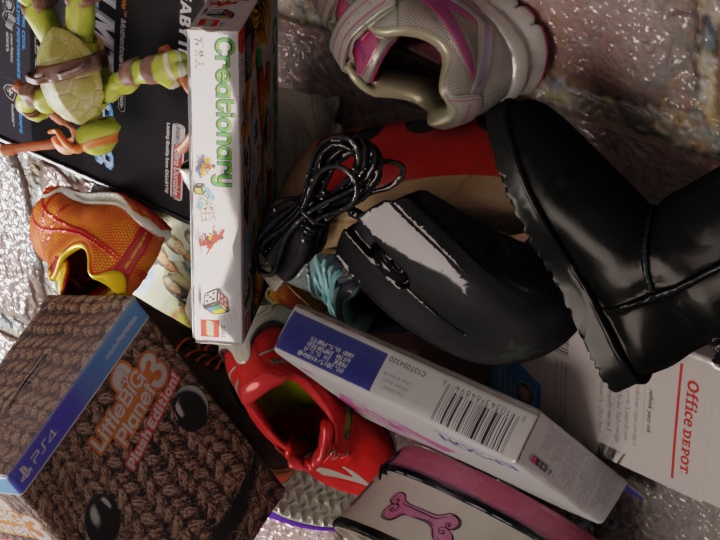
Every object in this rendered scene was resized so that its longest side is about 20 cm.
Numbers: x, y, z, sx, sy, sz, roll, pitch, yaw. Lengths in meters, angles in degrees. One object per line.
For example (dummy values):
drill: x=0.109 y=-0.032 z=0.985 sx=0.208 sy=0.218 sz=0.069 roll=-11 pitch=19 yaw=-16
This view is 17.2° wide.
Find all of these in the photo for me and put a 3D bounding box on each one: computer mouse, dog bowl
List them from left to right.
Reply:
computer mouse: x=0.040 y=0.008 z=1.408 sx=0.199 sy=0.053 sz=0.139 roll=25 pitch=140 yaw=-13
dog bowl: x=0.084 y=0.188 z=1.605 sx=0.199 sy=0.074 sz=0.200 roll=28 pitch=171 yaw=5

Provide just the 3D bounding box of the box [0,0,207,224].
box: x=-0.170 y=-0.156 z=1.616 sx=0.198 sy=0.050 sz=0.201 roll=25 pitch=125 yaw=29

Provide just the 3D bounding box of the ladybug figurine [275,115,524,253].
ladybug figurine: x=0.038 y=-0.054 z=1.474 sx=0.198 sy=0.136 sz=0.073 roll=-6 pitch=86 yaw=20

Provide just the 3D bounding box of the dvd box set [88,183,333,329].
dvd box set: x=-0.114 y=-0.004 z=1.726 sx=0.200 sy=0.029 sz=0.146 roll=45 pitch=141 yaw=4

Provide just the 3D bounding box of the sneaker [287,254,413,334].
sneaker: x=0.000 y=0.000 z=1.577 sx=0.199 sy=0.086 sz=0.078 roll=8 pitch=127 yaw=43

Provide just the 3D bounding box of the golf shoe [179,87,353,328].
golf shoe: x=-0.085 y=-0.044 z=1.581 sx=0.097 sy=0.079 sz=0.201 roll=19 pitch=120 yaw=-23

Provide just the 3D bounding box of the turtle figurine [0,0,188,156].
turtle figurine: x=-0.195 y=-0.140 z=1.564 sx=0.199 sy=0.064 sz=0.162 roll=-6 pitch=104 yaw=43

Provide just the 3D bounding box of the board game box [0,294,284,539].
board game box: x=-0.172 y=0.142 z=1.631 sx=0.096 sy=0.160 sz=0.200 roll=0 pitch=137 yaw=44

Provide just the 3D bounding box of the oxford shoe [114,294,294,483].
oxford shoe: x=-0.114 y=0.068 z=1.713 sx=0.199 sy=0.071 sz=0.073 roll=36 pitch=137 yaw=-3

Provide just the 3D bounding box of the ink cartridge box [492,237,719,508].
ink cartridge box: x=0.182 y=0.062 z=1.475 sx=0.199 sy=0.068 sz=0.117 roll=24 pitch=136 yaw=28

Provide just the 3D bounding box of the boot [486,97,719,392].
boot: x=0.181 y=-0.036 z=1.357 sx=0.162 sy=0.073 sz=0.199 roll=-25 pitch=98 yaw=23

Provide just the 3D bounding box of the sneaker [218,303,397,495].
sneaker: x=-0.036 y=0.109 z=1.620 sx=0.077 sy=0.085 sz=0.200 roll=-29 pitch=135 yaw=14

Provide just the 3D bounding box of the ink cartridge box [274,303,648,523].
ink cartridge box: x=0.067 y=0.102 z=1.544 sx=0.195 sy=0.044 sz=0.200 roll=22 pitch=170 yaw=33

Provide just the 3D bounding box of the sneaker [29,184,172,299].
sneaker: x=-0.201 y=-0.014 z=1.683 sx=0.073 sy=0.077 sz=0.200 roll=37 pitch=166 yaw=-18

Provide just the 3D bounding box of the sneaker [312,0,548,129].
sneaker: x=0.014 y=-0.159 z=1.434 sx=0.199 sy=0.088 sz=0.082 roll=36 pitch=139 yaw=16

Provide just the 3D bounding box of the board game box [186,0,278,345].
board game box: x=-0.076 y=-0.072 z=1.455 sx=0.034 sy=0.126 sz=0.202 roll=4 pitch=114 yaw=7

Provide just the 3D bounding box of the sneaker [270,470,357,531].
sneaker: x=-0.081 y=0.151 z=1.801 sx=0.199 sy=0.070 sz=0.100 roll=15 pitch=165 yaw=12
